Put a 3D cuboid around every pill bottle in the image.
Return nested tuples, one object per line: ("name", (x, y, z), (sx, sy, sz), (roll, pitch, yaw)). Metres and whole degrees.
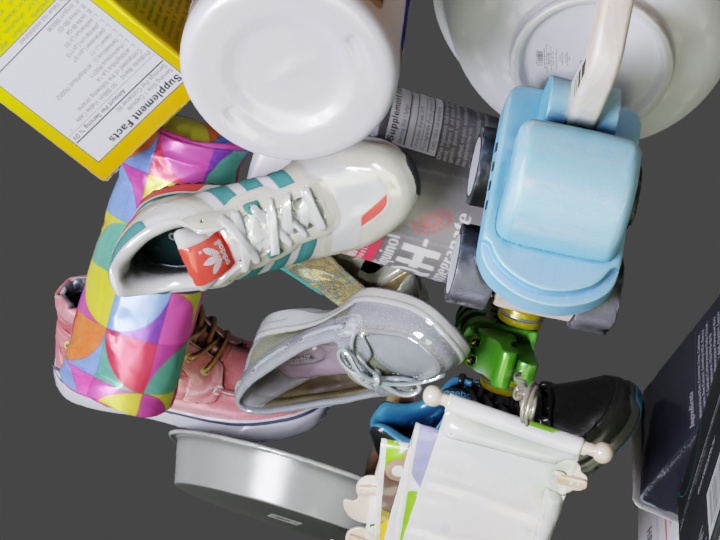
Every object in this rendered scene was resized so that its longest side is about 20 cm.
("pill bottle", (-0.029, -0.166, 1.171), (0.119, 0.201, 0.120), (4, 129, 4))
("pill bottle", (0.032, -0.056, 1.311), (0.199, 0.111, 0.111), (16, 129, -6))

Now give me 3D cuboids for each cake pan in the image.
("cake pan", (-0.045, 0.159, 1.468), (0.199, 0.037, 0.200), (17, 168, 3))

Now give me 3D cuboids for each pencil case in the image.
("pencil case", (-0.136, -0.004, 1.354), (0.088, 0.088, 0.201), (17, 104, -7))

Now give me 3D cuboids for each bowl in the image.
("bowl", (0.139, -0.146, 1.239), (0.200, 0.091, 0.202), (3, 129, 4))

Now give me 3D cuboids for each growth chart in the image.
("growth chart", (0.062, 0.162, 1.350), (0.144, 0.018, 0.201), (23, 124, 1))

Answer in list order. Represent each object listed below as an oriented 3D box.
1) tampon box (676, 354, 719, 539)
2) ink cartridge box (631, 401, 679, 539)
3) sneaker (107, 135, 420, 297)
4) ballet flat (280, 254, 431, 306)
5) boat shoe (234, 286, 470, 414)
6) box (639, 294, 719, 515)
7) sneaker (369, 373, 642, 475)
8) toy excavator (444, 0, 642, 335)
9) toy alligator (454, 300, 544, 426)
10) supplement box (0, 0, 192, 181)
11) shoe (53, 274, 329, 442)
("tampon box", (0.308, 0.151, 1.282), (0.199, 0.127, 0.151), (8, 130, 1))
("ink cartridge box", (0.262, 0.184, 1.472), (0.199, 0.116, 0.068), (25, 126, -12))
("sneaker", (-0.061, -0.021, 1.231), (0.199, 0.093, 0.071), (-11, 113, 23))
("ballet flat", (0.000, 0.000, 1.394), (0.200, 0.071, 0.071), (39, 124, -22))
("boat shoe", (-0.008, 0.060, 1.351), (0.201, 0.065, 0.074), (-6, 136, 49))
("box", (0.319, 0.093, 1.390), (0.196, 0.118, 0.200), (25, 127, -12))
("sneaker", (0.100, 0.111, 1.461), (0.199, 0.073, 0.082), (-20, 125, 21))
("toy excavator", (0.124, -0.082, 1.159), (0.099, 0.196, 0.200), (13, 158, -4))
("toy alligator", (0.087, 0.049, 1.339), (0.054, 0.200, 0.060), (14, 108, 0))
("supplement box", (-0.187, -0.171, 1.247), (0.200, 0.110, 0.109), (39, 124, -21))
("shoe", (-0.118, 0.057, 1.447), (0.199, 0.072, 0.091), (9, 133, 5))
